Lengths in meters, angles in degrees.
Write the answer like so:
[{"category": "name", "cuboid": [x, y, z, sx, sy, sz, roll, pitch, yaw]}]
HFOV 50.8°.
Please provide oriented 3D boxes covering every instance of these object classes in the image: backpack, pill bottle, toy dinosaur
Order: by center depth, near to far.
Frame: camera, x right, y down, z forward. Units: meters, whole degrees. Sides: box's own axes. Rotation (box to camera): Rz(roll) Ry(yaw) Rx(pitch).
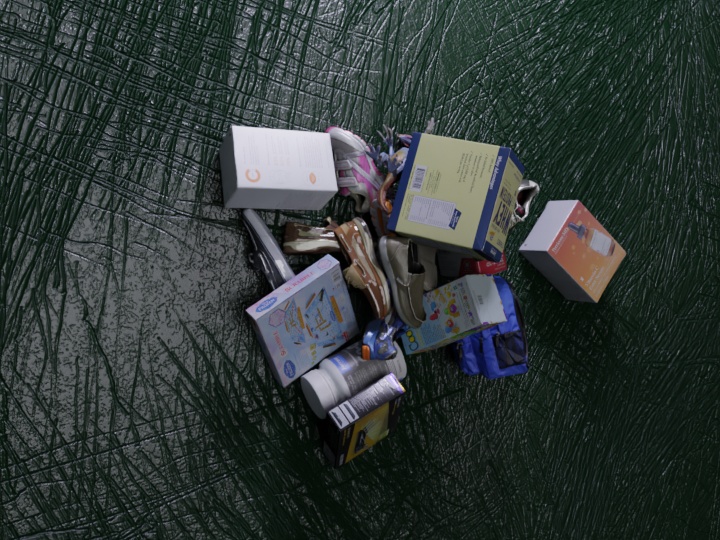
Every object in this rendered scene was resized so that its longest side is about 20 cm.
[{"category": "pill bottle", "cuboid": [-0.015, 0.214, 1.547, 0.199, 0.114, 0.115, -26, 104, -23]}, {"category": "toy dinosaur", "cuboid": [0.074, -0.229, 1.558, 0.181, 0.104, 0.202, -7, 115, -66]}, {"category": "backpack", "cuboid": [0.277, 0.121, 1.660, 0.166, 0.163, 0.202, -11, 100, -5]}]

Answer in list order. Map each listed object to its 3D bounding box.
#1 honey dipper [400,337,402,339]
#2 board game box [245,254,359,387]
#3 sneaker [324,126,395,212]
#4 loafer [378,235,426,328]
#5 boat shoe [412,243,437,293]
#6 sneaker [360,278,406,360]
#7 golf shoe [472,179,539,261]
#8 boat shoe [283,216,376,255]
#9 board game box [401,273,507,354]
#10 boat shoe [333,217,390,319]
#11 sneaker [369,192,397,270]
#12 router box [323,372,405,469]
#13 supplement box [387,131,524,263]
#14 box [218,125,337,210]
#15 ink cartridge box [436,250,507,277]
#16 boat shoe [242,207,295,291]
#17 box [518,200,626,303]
[{"category": "honey dipper", "cuboid": [0.048, 0.057, 1.617, 0.038, 0.038, 0.201, -38, 104, -19]}, {"category": "board game box", "cuboid": [-0.107, 0.100, 1.490, 0.199, 0.041, 0.201, -34, 134, -21]}, {"category": "sneaker", "cuboid": [-0.015, -0.200, 1.543, 0.088, 0.081, 0.201, -44, 109, -19]}, {"category": "loafer", "cuboid": [0.095, 0.023, 1.481, 0.069, 0.075, 0.202, -13, 113, 20]}, {"category": "boat shoe", "cuboid": [0.122, -0.035, 1.606, 0.072, 0.062, 0.202, 34, 44, -34]}, {"category": "sneaker", "cuboid": [0.059, 0.102, 1.533, 0.078, 0.076, 0.201, 15, 58, 6]}, {"category": "golf shoe", "cuboid": [0.283, -0.107, 1.531, 0.077, 0.088, 0.201, 39, 74, -27]}, {"category": "boat shoe", "cuboid": [-0.059, -0.072, 1.535, 0.200, 0.075, 0.076, -1, 85, -27]}, {"category": "board game box", "cuboid": [0.183, 0.091, 1.564, 0.102, 0.199, 0.106, -2, 71, -49]}, {"category": "boat shoe", "cuboid": [0.000, 0.000, 1.482, 0.073, 0.076, 0.202, -18, 85, -12]}, {"category": "sneaker", "cuboid": [0.076, -0.069, 1.580, 0.077, 0.078, 0.202, -33, 131, -34]}, {"category": "router box", "cuboid": [0.005, 0.305, 1.527, 0.156, 0.201, 0.052, -28, 62, -22]}, {"category": "supplement box", "cuboid": [0.187, -0.140, 1.468, 0.134, 0.198, 0.202, 20, 85, -65]}, {"category": "box", "cuboid": [-0.158, -0.192, 1.444, 0.198, 0.097, 0.126, 0, 72, -26]}, {"category": "ink cartridge box", "cuboid": [0.226, -0.092, 1.631, 0.082, 0.145, 0.202, -15, 100, -27]}, {"category": "boat shoe", "cuboid": [-0.187, -0.025, 1.478, 0.067, 0.072, 0.201, -29, 104, 1]}, {"category": "box", "cuboid": [0.501, -0.045, 1.791, 0.200, 0.106, 0.153, 40, 76, -23]}]
